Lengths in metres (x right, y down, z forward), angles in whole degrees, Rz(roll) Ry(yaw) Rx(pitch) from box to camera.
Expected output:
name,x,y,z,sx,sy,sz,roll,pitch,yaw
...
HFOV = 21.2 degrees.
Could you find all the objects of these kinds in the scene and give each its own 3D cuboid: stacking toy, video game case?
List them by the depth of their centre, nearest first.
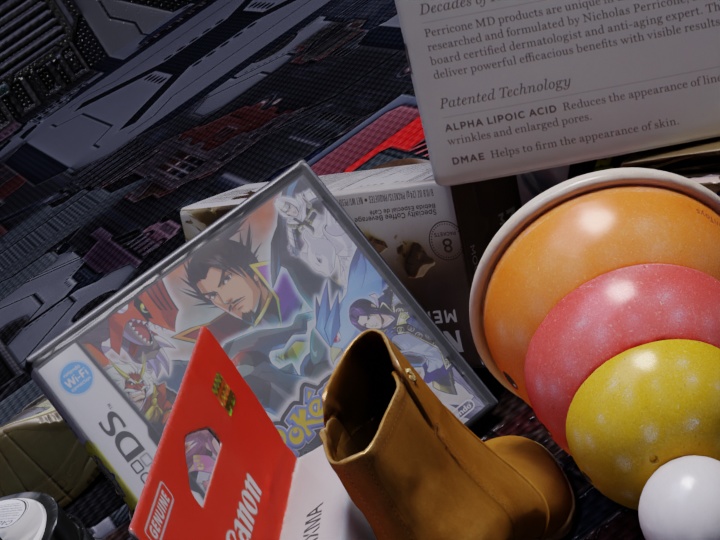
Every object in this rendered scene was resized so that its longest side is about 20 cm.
name,x,y,z,sx,sy,sz,roll,pitch,yaw
stacking toy,0.132,0.060,0.883,0.145,0.146,0.201,-28,33,13
video game case,-0.054,0.064,1.069,0.199,0.181,0.026,-37,-9,-18

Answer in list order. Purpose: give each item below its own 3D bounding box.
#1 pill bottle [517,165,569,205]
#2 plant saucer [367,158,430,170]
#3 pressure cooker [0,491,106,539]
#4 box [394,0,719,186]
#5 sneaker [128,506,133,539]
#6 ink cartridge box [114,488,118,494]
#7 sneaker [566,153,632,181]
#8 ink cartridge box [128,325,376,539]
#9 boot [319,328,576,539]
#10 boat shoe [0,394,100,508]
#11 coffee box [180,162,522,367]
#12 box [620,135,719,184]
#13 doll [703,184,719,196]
name,x,y,z,sx,sy,sz,roll,pitch,yaw
pill bottle,0.173,-0.119,1.281,0.199,0.109,0.109,-28,18,17
plant saucer,-0.007,-0.032,1.486,0.199,0.037,0.201,-30,17,10
pressure cooker,-0.170,0.198,0.872,0.175,0.201,0.179,-32,16,2
box,0.132,-0.154,1.108,0.198,0.132,0.199,-10,18,12
sneaker,-0.041,0.109,1.094,0.200,0.076,0.070,-39,18,-18
ink cartridge box,-0.059,0.076,1.270,0.198,0.048,0.146,-10,25,19
sneaker,0.147,-0.014,1.112,0.073,0.083,0.201,0,45,36
ink cartridge box,-0.022,0.124,0.854,0.043,0.174,0.200,-27,18,15
boot,0.039,0.084,0.907,0.070,0.145,0.202,-26,18,16
boat shoe,-0.212,0.121,1.388,0.200,0.072,0.066,-35,7,-8
coffee box,0.000,0.000,1.168,0.198,0.114,0.080,-4,12,33
box,0.254,-0.090,1.085,0.162,0.021,0.200,-6,17,30
doll,0.244,-0.023,0.994,0.135,0.049,0.200,-24,16,-12
